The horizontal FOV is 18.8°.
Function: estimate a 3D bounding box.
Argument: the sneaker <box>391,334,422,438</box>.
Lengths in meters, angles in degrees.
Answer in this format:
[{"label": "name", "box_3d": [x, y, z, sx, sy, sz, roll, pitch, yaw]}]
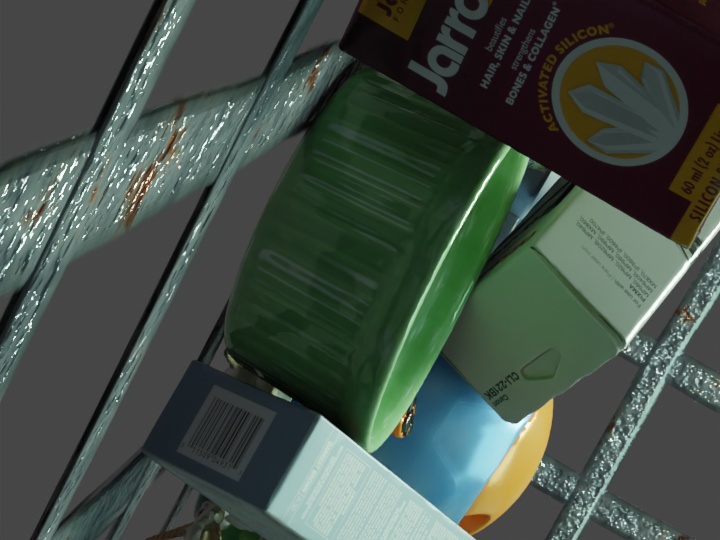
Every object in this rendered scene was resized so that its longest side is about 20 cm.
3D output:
[{"label": "sneaker", "box_3d": [0.000, 0.000, 1.309, 0.075, 0.078, 0.201, 96, -2, -64]}]

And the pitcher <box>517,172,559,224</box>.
[{"label": "pitcher", "box_3d": [0.136, -0.091, 1.525, 0.121, 0.201, 0.171, -11, 176, -25]}]

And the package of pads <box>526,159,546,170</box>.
[{"label": "package of pads", "box_3d": [0.109, -0.159, 1.207, 0.200, 0.068, 0.155, 109, -31, -67]}]

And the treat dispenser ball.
[{"label": "treat dispenser ball", "box_3d": [0.027, 0.084, 1.426, 0.202, 0.200, 0.201, -60, 176, -7]}]

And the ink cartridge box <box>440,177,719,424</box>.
[{"label": "ink cartridge box", "box_3d": [0.147, -0.017, 1.323, 0.200, 0.084, 0.144, -48, -177, -35]}]

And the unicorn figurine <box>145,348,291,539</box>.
[{"label": "unicorn figurine", "box_3d": [-0.072, 0.119, 1.310, 0.137, 0.073, 0.201, -81, -167, -73]}]

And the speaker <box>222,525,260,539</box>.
[{"label": "speaker", "box_3d": [-0.047, 0.223, 1.393, 0.089, 0.088, 0.200, -61, -153, 2]}]

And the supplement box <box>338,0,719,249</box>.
[{"label": "supplement box", "box_3d": [0.105, -0.117, 1.048, 0.086, 0.199, 0.111, -54, 172, -52]}]

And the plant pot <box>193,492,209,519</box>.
[{"label": "plant pot", "box_3d": [-0.013, 0.167, 1.596, 0.201, 0.187, 0.200, -60, 175, -9]}]

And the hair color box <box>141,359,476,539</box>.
[{"label": "hair color box", "box_3d": [-0.020, 0.129, 1.195, 0.061, 0.099, 0.200, -59, 139, -12]}]

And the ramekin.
[{"label": "ramekin", "box_3d": [0.008, -0.012, 1.177, 0.201, 0.097, 0.200, -61, 171, -16]}]

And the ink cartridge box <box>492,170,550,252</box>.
[{"label": "ink cartridge box", "box_3d": [0.090, -0.118, 1.424, 0.201, 0.116, 0.068, -59, 176, -27]}]
